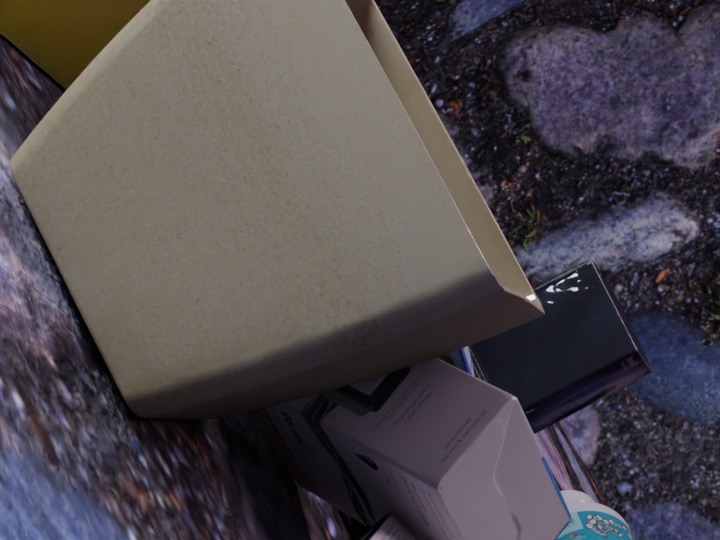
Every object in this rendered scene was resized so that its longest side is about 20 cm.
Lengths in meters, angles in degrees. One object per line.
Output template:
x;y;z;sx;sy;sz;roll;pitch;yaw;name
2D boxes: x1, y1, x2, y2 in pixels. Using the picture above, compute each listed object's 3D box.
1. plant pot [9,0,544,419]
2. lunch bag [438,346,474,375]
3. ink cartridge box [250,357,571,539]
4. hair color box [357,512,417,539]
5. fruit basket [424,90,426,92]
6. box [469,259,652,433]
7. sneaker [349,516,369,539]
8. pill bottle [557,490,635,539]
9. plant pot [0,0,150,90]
-0.044;-0.029;0.886;0.200;0.177;0.200;62;7;9;plant pot
0.000;0.000;1.299;0.200;0.127;0.170;45;15;-33;lunch bag
0.006;0.087;1.012;0.200;0.068;0.116;26;-26;40;ink cartridge box
0.054;0.220;0.920;0.200;0.061;0.100;48;9;5;hair color box
0.022;-0.097;1.817;0.216;0.156;0.216;42;11;-10;fruit basket
0.211;0.098;2.106;0.123;0.198;0.200;63;8;15;box
0.053;0.203;1.167;0.200;0.060;0.104;70;13;19;sneaker
0.213;0.291;1.736;0.111;0.111;0.200;57;8;-30;pill bottle
-0.147;-0.244;1.002;0.200;0.176;0.200;64;7;23;plant pot
